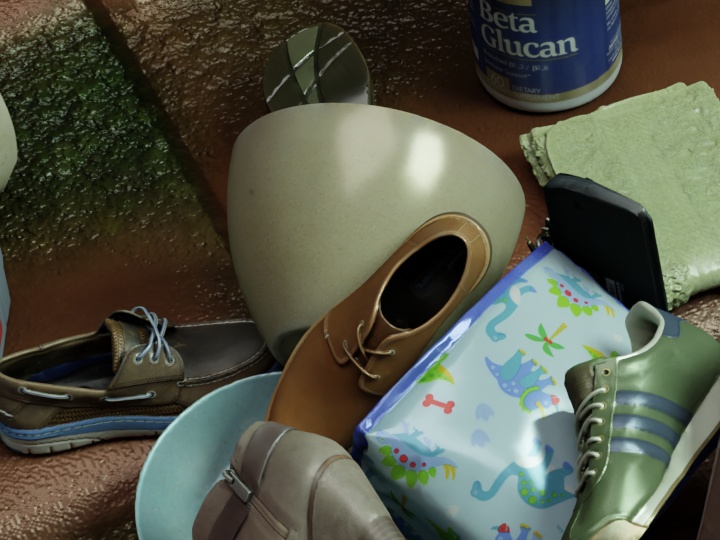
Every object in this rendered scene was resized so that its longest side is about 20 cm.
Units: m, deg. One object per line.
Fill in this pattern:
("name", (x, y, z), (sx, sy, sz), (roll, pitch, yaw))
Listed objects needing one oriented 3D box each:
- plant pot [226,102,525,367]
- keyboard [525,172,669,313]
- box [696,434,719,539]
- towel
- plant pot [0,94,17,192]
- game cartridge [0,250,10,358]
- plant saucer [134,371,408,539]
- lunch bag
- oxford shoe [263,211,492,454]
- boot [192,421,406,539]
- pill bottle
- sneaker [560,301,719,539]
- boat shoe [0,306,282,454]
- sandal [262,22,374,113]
("plant pot", (0.000, 0.000, 1.746), (0.200, 0.200, 0.135), (4, 61, 14))
("keyboard", (0.158, -0.001, 1.699), (0.104, 0.200, 0.040), (23, 59, 27))
("box", (0.320, 0.115, 1.546), (0.200, 0.166, 0.164), (16, 10, 23))
("towel", (0.210, -0.052, 1.856), (0.148, 0.037, 0.200), (-18, 46, -9))
("plant pot", (-0.350, -0.072, 1.882), (0.200, 0.201, 0.183), (26, 44, 30))
("game cartridge", (-0.270, 0.037, 1.785), (0.041, 0.133, 0.200), (-4, 46, 6))
("plant saucer", (-0.041, 0.155, 1.687), (0.200, 0.039, 0.201), (-1, 53, 1))
("lunch bag", (0.113, 0.101, 1.631), (0.170, 0.127, 0.200), (41, 70, 9))
("oxford shoe", (0.003, 0.046, 1.637), (0.071, 0.071, 0.200), (37, 97, 3))
("boot", (-0.048, 0.195, 1.584), (0.146, 0.070, 0.200), (34, 103, 36))
("pill bottle", (0.129, -0.221, 1.917), (0.111, 0.200, 0.111), (-5, 46, 5))
("sneaker", (0.147, 0.095, 1.544), (0.090, 0.067, 0.200), (40, 52, 3))
("boat shoe", (-0.149, 0.067, 1.777), (0.199, 0.072, 0.072), (-17, 46, -6))
("sandal", (-0.009, -0.092, 1.926), (0.082, 0.055, 0.200), (-28, 62, -9))
